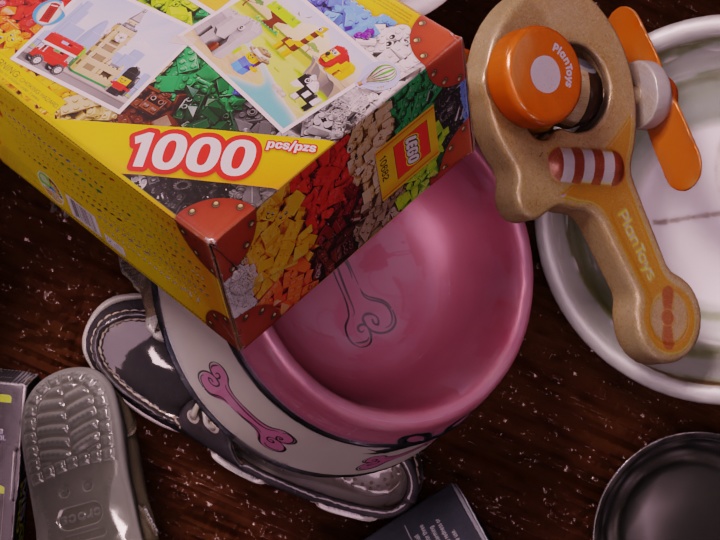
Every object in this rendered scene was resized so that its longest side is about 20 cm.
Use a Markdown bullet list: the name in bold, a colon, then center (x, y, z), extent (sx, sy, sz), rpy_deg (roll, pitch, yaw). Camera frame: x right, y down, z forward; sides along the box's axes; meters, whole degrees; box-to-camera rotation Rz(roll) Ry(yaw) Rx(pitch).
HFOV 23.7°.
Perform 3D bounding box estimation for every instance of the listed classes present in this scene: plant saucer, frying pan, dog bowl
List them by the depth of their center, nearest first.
- **dog bowl**: center (0.000, 0.000, 0.855), extent (0.199, 0.074, 0.202), rpy_deg (6, 78, -27)
- **plant saucer**: center (0.192, -0.031, 0.902), extent (0.198, 0.050, 0.202), rpy_deg (-1, 88, 14)
- **frying pan**: center (0.207, 0.117, 0.939), extent (0.115, 0.031, 0.190), rpy_deg (44, 88, -5)

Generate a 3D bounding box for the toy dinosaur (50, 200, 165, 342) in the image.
- **toy dinosaur**: center (-0.100, -0.057, 0.900), extent (0.102, 0.077, 0.202), rpy_deg (18, 75, -18)

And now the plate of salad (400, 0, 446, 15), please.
- **plate of salad**: center (-0.002, -0.222, 0.862), extent (0.199, 0.048, 0.202), rpy_deg (10, 109, 32)

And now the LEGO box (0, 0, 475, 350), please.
- **LEGO box**: center (-0.071, -0.081, 0.776), extent (0.200, 0.077, 0.149), rpy_deg (35, 64, 30)

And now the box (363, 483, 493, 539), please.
- **box**: center (0.014, 0.236, 0.881), extent (0.199, 0.107, 0.149), rpy_deg (-33, 118, 1)

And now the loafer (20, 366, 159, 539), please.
- **loafer**: center (-0.128, 0.152, 0.884), extent (0.075, 0.070, 0.202), rpy_deg (-9, 74, 16)

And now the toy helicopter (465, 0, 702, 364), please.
- **toy helicopter**: center (0.122, -0.049, 0.854), extent (0.132, 0.079, 0.201), rpy_deg (-34, 104, -32)

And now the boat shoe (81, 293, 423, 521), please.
- **boat shoe**: center (-0.057, 0.074, 0.909), extent (0.199, 0.060, 0.074), rpy_deg (31, 92, -5)

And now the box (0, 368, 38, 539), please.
- **box**: center (-0.279, 0.126, 0.913), extent (0.198, 0.044, 0.162), rpy_deg (5, 94, -3)
